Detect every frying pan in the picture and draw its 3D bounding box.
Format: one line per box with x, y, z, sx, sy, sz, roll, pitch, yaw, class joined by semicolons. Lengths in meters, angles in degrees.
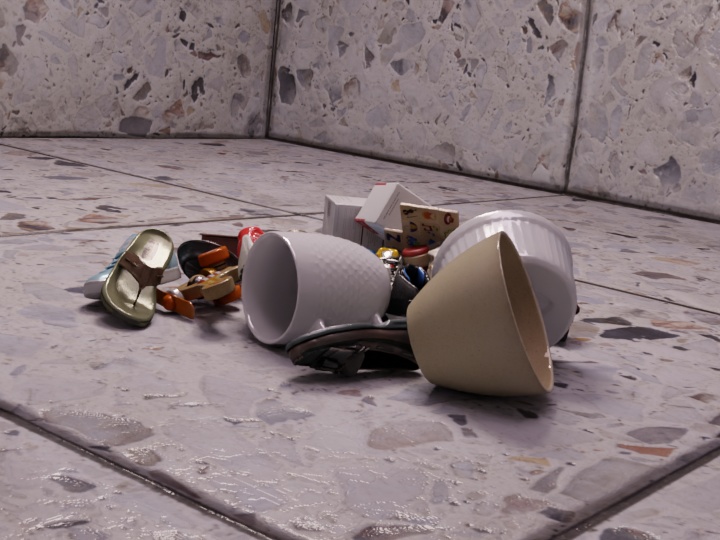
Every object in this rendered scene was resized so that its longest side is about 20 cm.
-0.206;0.017;1.776;0.189;0.031;0.114;39;-39;-24;frying pan

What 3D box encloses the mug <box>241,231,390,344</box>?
-0.041;0.043;1.534;0.173;0.149;0.201;2;40;-36;mug

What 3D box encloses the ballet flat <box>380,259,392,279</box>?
0.000;0.000;1.763;0.071;0.073;0.200;3;9;-18;ballet flat

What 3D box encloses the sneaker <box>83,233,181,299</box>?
-0.342;-0.008;1.672;0.073;0.083;0.199;-14;2;25;sneaker

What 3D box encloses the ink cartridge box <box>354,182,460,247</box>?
0.105;-0.068;2.014;0.199;0.084;0.147;33;-4;-15;ink cartridge box

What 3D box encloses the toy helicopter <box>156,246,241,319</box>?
-0.225;0.025;1.619;0.131;0.080;0.200;-21;7;-16;toy helicopter

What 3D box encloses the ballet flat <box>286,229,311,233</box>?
-0.051;0.002;1.669;0.200;0.046;0.067;48;1;-41;ballet flat

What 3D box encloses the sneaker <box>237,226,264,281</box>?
-0.119;-0.007;1.667;0.076;0.086;0.200;-20;-28;13;sneaker

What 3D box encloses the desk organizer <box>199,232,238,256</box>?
-0.164;-0.012;1.839;0.197;0.078;0.071;5;-3;26;desk organizer

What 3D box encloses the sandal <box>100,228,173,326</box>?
-0.306;-0.002;1.590;0.079;0.058;0.203;24;39;-13;sandal

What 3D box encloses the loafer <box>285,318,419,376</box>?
0.000;0.102;1.417;0.198;0.064;0.072;-6;-21;-37;loafer

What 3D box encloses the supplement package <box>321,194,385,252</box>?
0.033;-0.069;2.139;0.196;0.122;0.121;4;10;-12;supplement package

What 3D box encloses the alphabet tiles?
0.120;-0.036;1.922;0.164;0.202;0.008;10;50;15;alphabet tiles

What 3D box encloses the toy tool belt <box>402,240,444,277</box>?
0.154;0.023;1.828;0.198;0.125;0.124;1;16;43;toy tool belt

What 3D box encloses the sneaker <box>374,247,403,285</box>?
0.032;0.010;1.841;0.076;0.084;0.200;7;12;0;sneaker

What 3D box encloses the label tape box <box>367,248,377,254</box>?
-0.076;-0.012;1.941;0.197;0.067;0.143;12;12;18;label tape box

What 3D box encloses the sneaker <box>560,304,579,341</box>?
0.251;0.071;1.703;0.198;0.076;0.116;-24;59;-28;sneaker

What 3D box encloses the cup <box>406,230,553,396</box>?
0.139;0.069;1.399;0.141;0.203;0.200;-17;4;17;cup

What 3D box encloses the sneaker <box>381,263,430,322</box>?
0.056;0.041;1.620;0.072;0.114;0.199;2;12;-26;sneaker

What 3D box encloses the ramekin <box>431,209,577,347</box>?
0.199;0.028;1.548;0.197;0.203;0.098;5;35;-7;ramekin
